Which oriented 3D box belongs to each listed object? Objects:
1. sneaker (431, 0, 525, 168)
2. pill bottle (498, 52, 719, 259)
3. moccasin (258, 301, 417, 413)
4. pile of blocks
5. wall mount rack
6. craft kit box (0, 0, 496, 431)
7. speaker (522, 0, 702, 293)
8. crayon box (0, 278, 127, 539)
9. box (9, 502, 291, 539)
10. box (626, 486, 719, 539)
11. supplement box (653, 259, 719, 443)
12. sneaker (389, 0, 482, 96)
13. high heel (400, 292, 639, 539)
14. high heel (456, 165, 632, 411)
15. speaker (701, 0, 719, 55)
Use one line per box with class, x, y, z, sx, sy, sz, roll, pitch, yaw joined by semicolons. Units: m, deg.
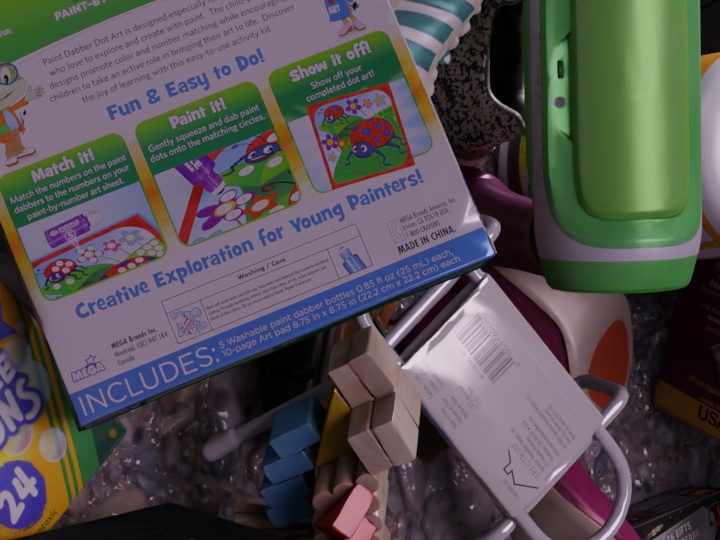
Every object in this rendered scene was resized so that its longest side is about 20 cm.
sneaker;0.065;-0.153;1.182;0.077;0.088;0.201;-8;92;-41
pill bottle;0.177;-0.060;1.200;0.109;0.199;0.110;3;85;-41
moccasin;-0.001;0.000;1.130;0.077;0.074;0.202;23;65;-30
pile of blocks;-0.021;0.123;1.023;0.062;0.082;0.201;-81;179;-59
wall mount rack;0.032;0.074;1.062;0.174;0.074;0.200;-45;112;-14
craft kit box;-0.069;-0.057;0.979;0.199;0.049;0.198;-21;87;-9
speaker;0.127;-0.092;1.106;0.088;0.088;0.201;-6;98;-41
crayon box;-0.205;0.045;0.955;0.200;0.051;0.126;53;56;-25
box;-0.054;0.199;0.948;0.124;0.199;0.149;-7;107;-53
box;0.143;0.214;1.258;0.199;0.040;0.138;-14;97;-41
supplement box;0.265;0.000;1.296;0.130;0.103;0.201;-6;115;-41
sneaker;0.016;-0.111;1.099;0.199;0.070;0.094;-32;103;-29
high heel;0.100;0.098;1.177;0.200;0.067;0.096;45;43;-16
high heel;0.088;0.011;1.231;0.068;0.096;0.200;-53;141;-24
speaker;0.270;-0.129;1.367;0.199;0.081;0.082;22;73;-39
